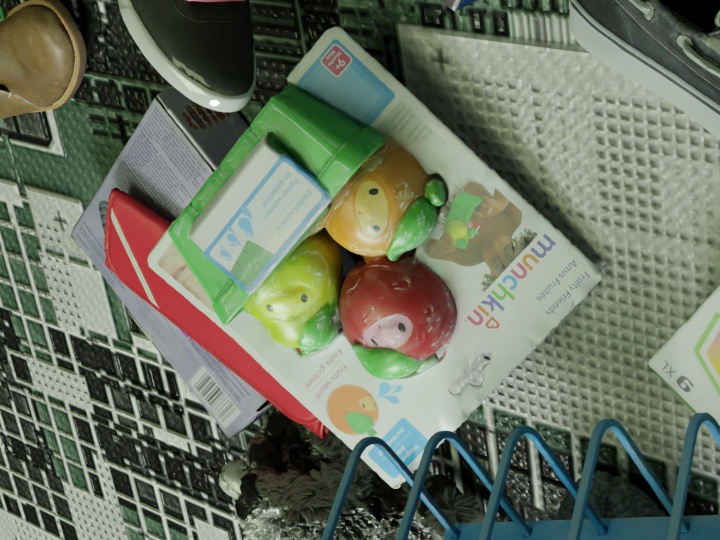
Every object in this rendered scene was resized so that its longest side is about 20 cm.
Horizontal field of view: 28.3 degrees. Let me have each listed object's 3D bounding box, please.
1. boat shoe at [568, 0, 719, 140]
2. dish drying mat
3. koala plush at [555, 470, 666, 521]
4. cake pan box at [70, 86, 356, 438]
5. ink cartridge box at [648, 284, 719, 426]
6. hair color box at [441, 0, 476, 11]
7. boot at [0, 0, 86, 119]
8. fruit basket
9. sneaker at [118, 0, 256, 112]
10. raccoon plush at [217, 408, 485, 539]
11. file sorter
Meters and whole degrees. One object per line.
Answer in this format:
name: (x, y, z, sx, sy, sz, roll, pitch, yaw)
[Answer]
boat shoe: (0.171, -0.098, 0.601, 0.200, 0.072, 0.068, 39, 157, 30)
dish drying mat: (-0.091, 0.027, 0.920, 0.199, 0.018, 0.077, 37, 136, 21)
koala plush: (0.116, 0.255, 0.801, 0.184, 0.200, 0.178, 45, 139, 13)
cake pan box: (-0.094, -0.002, 0.955, 0.200, 0.052, 0.184, 51, 142, 7)
ink cartridge box: (0.208, 0.043, 0.674, 0.104, 0.059, 0.200, 45, 139, 12)
hair color box: (0.007, -0.230, 0.690, 0.200, 0.060, 0.100, 43, 139, 15)
boot: (-0.264, -0.134, 1.017, 0.199, 0.075, 0.074, -18, 101, 48)
fruit basket: (0.000, 0.000, 0.794, 0.200, 0.094, 0.185, 45, 114, 6)
sneaker: (-0.087, -0.190, 0.767, 0.099, 0.070, 0.202, -41, 60, 50)
raccoon plush: (-0.010, 0.174, 0.960, 0.199, 0.097, 0.134, 35, 151, 19)
file sorter: (0.088, 0.153, 0.689, 0.199, 0.139, 0.123, -9, 134, 34)
